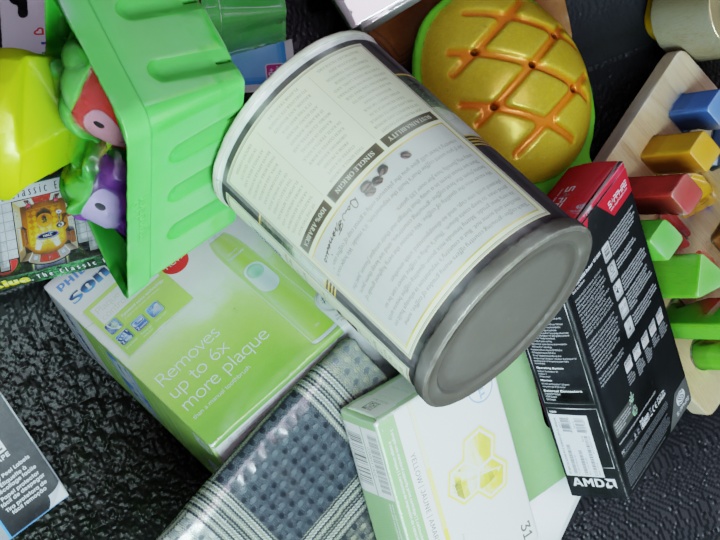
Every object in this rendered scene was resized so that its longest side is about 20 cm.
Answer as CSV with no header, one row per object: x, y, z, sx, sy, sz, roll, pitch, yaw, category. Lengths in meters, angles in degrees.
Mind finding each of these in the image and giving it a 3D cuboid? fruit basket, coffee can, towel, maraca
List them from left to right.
-0.188,-0.085,1.348,0.215,0.216,0.156,-21,62,-15,fruit basket
-0.152,-0.197,1.475,0.199,0.094,0.186,-1,55,-12,fruit basket
-0.021,0.170,1.405,0.193,0.035,0.200,-48,124,-14,towel
0.025,-0.034,1.332,0.146,0.146,0.200,-41,69,-13,coffee can
0.110,-0.109,1.506,0.137,0.107,0.200,-16,80,-20,maraca

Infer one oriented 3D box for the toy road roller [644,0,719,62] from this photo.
0.318,-0.246,1.620,0.146,0.123,0.200,19,82,-25,toy road roller

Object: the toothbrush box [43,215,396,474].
-0.096,0.039,1.451,0.146,0.200,0.086,-41,142,-13,toothbrush box

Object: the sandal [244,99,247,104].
-0.174,-0.116,1.510,0.200,0.075,0.048,4,57,-23,sandal

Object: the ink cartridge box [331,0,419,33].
0.007,-0.284,1.482,0.145,0.084,0.200,-31,90,0,ink cartridge box

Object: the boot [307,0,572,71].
0.064,-0.168,1.586,0.200,0.068,0.189,-8,82,-23,boot

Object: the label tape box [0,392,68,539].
-0.310,0.114,1.422,0.143,0.066,0.200,-36,121,-14,label tape box

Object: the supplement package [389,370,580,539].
0.033,0.169,1.523,0.200,0.111,0.156,29,80,-12,supplement package

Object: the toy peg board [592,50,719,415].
0.269,-0.028,1.569,0.200,0.098,0.199,45,68,-24,toy peg board

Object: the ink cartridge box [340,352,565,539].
0.088,0.115,1.419,0.200,0.048,0.146,-29,115,-30,ink cartridge box

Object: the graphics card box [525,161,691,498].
0.164,0.042,1.456,0.126,0.051,0.200,-50,127,-45,graphics card box

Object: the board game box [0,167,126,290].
-0.216,-0.045,1.460,0.199,0.023,0.105,-14,63,3,board game box
